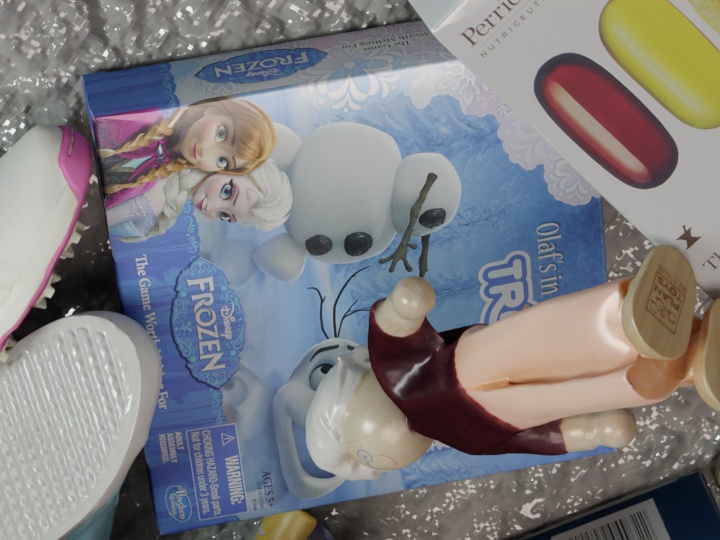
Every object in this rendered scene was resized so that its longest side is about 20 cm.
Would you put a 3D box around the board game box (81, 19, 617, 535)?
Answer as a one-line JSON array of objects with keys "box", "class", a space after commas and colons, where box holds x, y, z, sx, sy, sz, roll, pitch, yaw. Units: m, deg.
[{"box": [0.000, 0.000, 1.215, 0.198, 0.043, 0.201, -11, 122, -6], "class": "board game box"}]

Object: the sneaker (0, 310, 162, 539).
[{"box": [-0.128, 0.084, 1.227, 0.074, 0.082, 0.200, 42, 123, 10], "class": "sneaker"}]

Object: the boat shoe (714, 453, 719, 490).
[{"box": [0.251, 0.119, 1.320, 0.199, 0.068, 0.072, 18, 117, -19], "class": "boat shoe"}]

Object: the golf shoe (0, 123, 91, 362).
[{"box": [-0.185, 0.012, 1.171, 0.091, 0.075, 0.200, 34, 108, -23], "class": "golf shoe"}]

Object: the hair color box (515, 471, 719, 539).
[{"box": [0.140, 0.196, 1.350, 0.100, 0.061, 0.201, -20, 122, 2], "class": "hair color box"}]

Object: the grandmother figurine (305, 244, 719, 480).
[{"box": [0.051, 0.042, 1.142, 0.121, 0.061, 0.200, 44, 141, -23], "class": "grandmother figurine"}]

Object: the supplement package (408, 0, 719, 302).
[{"box": [0.108, -0.089, 1.097, 0.114, 0.110, 0.200, -45, 123, 9], "class": "supplement package"}]

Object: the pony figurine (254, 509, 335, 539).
[{"box": [-0.056, 0.199, 1.257, 0.166, 0.193, 0.200, 31, 90, -26], "class": "pony figurine"}]
